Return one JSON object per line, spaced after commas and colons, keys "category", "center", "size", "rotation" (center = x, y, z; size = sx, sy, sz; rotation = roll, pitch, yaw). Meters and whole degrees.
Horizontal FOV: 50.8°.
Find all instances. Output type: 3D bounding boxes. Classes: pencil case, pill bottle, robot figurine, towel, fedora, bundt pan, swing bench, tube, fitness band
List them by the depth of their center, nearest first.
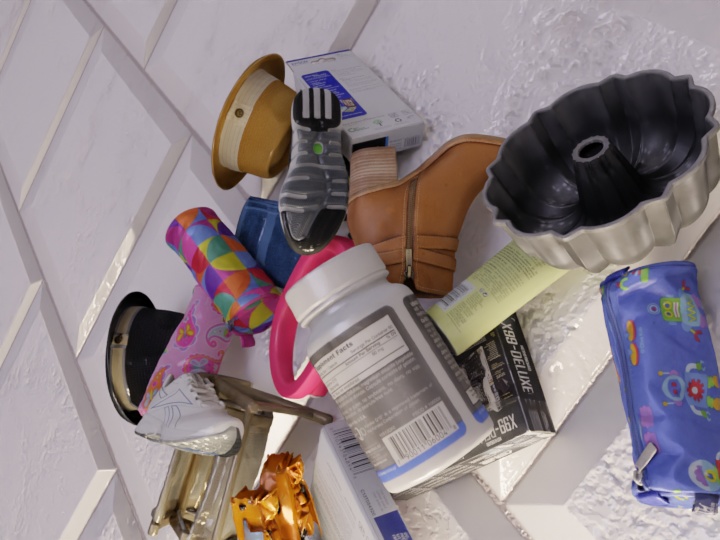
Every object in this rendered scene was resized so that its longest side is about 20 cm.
{"category": "pencil case", "center": [0.240, 0.090, 0.601], "size": [0.078, 0.086, 0.202], "rotation": [141, 131, -58]}
{"category": "bundt pan", "center": [0.210, -0.077, 0.650], "size": [0.201, 0.076, 0.203], "rotation": [-25, 35, 19]}
{"category": "pill bottle", "center": [0.021, 0.084, 0.683], "size": [0.114, 0.113, 0.201], "rotation": [-37, 80, 32]}
{"category": "tube", "center": [0.152, 0.000, 0.710], "size": [0.200, 0.052, 0.058], "rotation": [-39, 90, -5]}
{"category": "robot figurine", "center": [-0.074, 0.303, 0.790], "size": [0.058, 0.145, 0.202], "rotation": [-11, 101, 20]}
{"category": "fitness band", "center": [-0.049, 0.054, 0.846], "size": [0.201, 0.037, 0.144], "rotation": [-59, 34, 33]}
{"category": "swing bench", "center": [-0.165, 0.242, 0.932], "size": [0.199, 0.129, 0.201], "rotation": [9, 82, 47]}
{"category": "pencil case", "center": [-0.184, 0.003, 1.011], "size": [0.089, 0.088, 0.200], "rotation": [-52, 57, 21]}
{"category": "towel", "center": [-0.106, -0.035, 1.023], "size": [0.199, 0.048, 0.113], "rotation": [16, 90, 47]}
{"category": "pencil case", "center": [-0.229, 0.120, 1.044], "size": [0.087, 0.087, 0.201], "rotation": [-6, 56, 45]}
{"category": "fedora", "center": [-0.129, -0.194, 1.046], "size": [0.081, 0.201, 0.202], "rotation": [25, 97, 9]}
{"category": "fedora", "center": [-0.298, 0.127, 1.123], "size": [0.091, 0.201, 0.202], "rotation": [-5, 71, 8]}

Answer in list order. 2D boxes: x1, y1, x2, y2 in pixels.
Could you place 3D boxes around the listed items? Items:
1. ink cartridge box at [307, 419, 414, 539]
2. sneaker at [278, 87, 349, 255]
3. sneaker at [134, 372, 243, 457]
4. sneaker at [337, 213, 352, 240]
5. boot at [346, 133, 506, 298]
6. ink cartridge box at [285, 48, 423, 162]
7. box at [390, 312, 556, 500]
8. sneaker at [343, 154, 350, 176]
{"category": "ink cartridge box", "center": [0.002, 0.292, 0.790], "size": [0.197, 0.043, 0.201], "rotation": [57, 150, 39]}
{"category": "sneaker", "center": [-0.053, -0.095, 0.864], "size": [0.116, 0.074, 0.202], "rotation": [111, 164, -67]}
{"category": "sneaker", "center": [-0.191, 0.157, 0.847], "size": [0.199, 0.074, 0.088], "rotation": [-2, 67, 50]}
{"category": "sneaker", "center": [0.000, 0.000, 0.886], "size": [0.130, 0.079, 0.201], "rotation": [44, 118, 53]}
{"category": "boot", "center": [0.086, -0.052, 0.766], "size": [0.077, 0.198, 0.157], "rotation": [103, 162, -76]}
{"category": "ink cartridge box", "center": [-0.012, -0.209, 0.943], "size": [0.039, 0.099, 0.200], "rotation": [93, 152, -44]}
{"category": "box", "center": [0.084, 0.127, 0.775], "size": [0.200, 0.050, 0.159], "rotation": [-36, 55, 33]}
{"category": "sneaker", "center": [-0.034, -0.145, 0.976], "size": [0.081, 0.073, 0.201], "rotation": [-57, 38, 26]}
